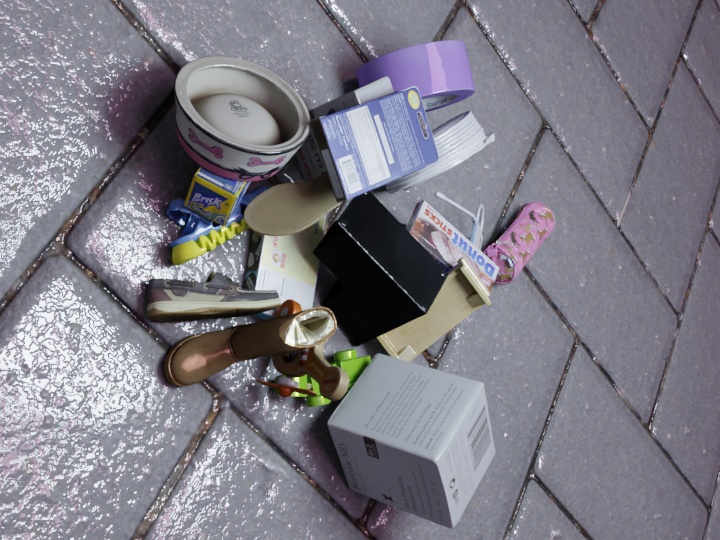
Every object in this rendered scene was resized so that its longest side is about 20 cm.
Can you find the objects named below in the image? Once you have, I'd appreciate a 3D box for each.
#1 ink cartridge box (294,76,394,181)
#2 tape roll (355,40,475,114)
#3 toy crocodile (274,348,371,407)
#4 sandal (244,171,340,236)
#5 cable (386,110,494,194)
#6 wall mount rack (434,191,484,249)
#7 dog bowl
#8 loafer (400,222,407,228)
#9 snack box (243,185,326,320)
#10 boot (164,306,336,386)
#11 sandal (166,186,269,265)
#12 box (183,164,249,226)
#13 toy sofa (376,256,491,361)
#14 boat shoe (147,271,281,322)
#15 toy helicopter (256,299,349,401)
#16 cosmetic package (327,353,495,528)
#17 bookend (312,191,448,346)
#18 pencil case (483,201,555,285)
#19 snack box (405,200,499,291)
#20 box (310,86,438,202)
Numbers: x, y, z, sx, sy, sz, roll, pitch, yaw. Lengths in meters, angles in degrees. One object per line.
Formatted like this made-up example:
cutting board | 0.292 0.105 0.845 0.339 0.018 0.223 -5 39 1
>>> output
ink cartridge box | -0.018 -0.203 1.451 0.083 0.198 0.146 -30 102 -38
tape roll | 0.096 -0.327 1.580 0.198 0.198 0.087 -13 91 -43
toy crocodile | -0.052 0.170 1.447 0.198 0.061 0.069 -13 92 -48
sandal | -0.079 -0.099 1.364 0.210 0.070 0.078 -30 78 -19
cable | 0.124 -0.204 1.582 0.070 0.198 0.200 62 29 -7
wall mount rack | 0.172 -0.043 1.644 0.174 0.073 0.203 60 40 -61
dog bowl | -0.172 -0.209 1.278 0.197 0.074 0.202 16 44 -15
loafer | 0.044 -0.068 1.565 0.198 0.074 0.071 -10 90 -46
snack box | -0.119 -0.019 1.429 0.115 0.037 0.204 23 67 -38
boot | -0.156 0.101 1.259 0.174 0.198 0.067 -28 100 -42
sandal | -0.208 -0.087 1.336 0.199 0.079 0.088 -34 101 -43
box | -0.184 -0.157 1.325 0.069 0.065 0.201 26 42 -5
toy sofa | 0.120 0.071 1.541 0.083 0.199 0.098 51 9 -8
boat shoe | -0.208 0.033 1.298 0.197 0.072 0.067 -4 79 -26
toy helicopter | -0.079 0.139 1.321 0.078 0.200 0.133 32 92 -35
cosmetic package | 0.084 0.263 1.425 0.165 0.197 0.167 -50 138 -37
bookend | 0.000 0.000 1.452 0.199 0.199 0.093 44 52 -12
pencil case | 0.317 -0.058 1.817 0.082 0.087 0.200 40 50 8
snack box | 0.159 -0.032 1.577 0.199 0.024 0.073 39 60 -24
box | 0.025 -0.188 1.334 0.198 0.032 0.123 -25 100 -36
